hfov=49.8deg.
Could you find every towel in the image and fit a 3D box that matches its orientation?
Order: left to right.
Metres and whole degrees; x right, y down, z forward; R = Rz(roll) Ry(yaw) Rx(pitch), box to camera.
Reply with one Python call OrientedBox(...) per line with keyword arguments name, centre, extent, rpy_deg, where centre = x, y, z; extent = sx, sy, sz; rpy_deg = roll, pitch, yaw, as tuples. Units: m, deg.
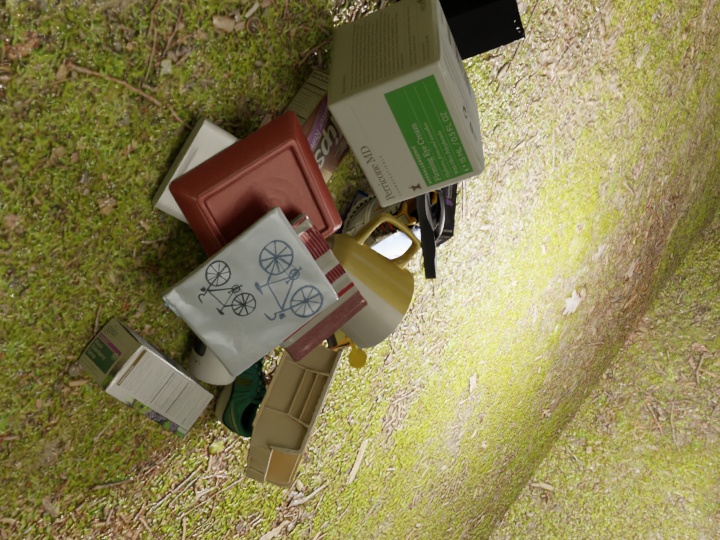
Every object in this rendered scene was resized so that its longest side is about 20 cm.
OrientedBox(name="towel", centre=(-0.089, 0.028, 1.120), extent=(0.143, 0.023, 0.201), rpy_deg=(-38, 129, -4))

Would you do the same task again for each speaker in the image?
OrientedBox(name="speaker", centre=(-0.202, 0.069, 1.181), extent=(0.080, 0.080, 0.204), rpy_deg=(-5, 120, -51))

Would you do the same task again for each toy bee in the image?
OrientedBox(name="toy bee", centre=(-0.025, 0.127, 1.443), extent=(0.106, 0.133, 0.203), rpy_deg=(-15, 142, -16))

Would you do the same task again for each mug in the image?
OrientedBox(name="mug", centre=(-0.007, 0.005, 1.257), extent=(0.152, 0.148, 0.190), rpy_deg=(37, 68, -24))

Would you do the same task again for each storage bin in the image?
OrientedBox(name="storage bin", centre=(-0.117, 0.241, 1.299), extent=(0.201, 0.092, 0.202), rpy_deg=(110, 2, -60))

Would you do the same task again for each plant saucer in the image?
OrientedBox(name="plant saucer", centre=(-0.131, -0.082, 1.069), extent=(0.198, 0.037, 0.202), rpy_deg=(-32, 126, -10))

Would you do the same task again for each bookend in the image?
OrientedBox(name="bookend", centre=(0.142, -0.436, 1.229), extent=(0.195, 0.203, 0.092), rpy_deg=(-16, 148, 15))

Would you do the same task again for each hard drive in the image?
OrientedBox(name="hard drive", centre=(-0.171, -0.105, 1.073), extent=(0.198, 0.025, 0.134), rpy_deg=(29, 98, -37))

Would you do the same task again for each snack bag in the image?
OrientedBox(name="snack bag", centre=(-0.146, 0.036, 1.067), extent=(0.198, 0.021, 0.190), rpy_deg=(-38, 128, -4))

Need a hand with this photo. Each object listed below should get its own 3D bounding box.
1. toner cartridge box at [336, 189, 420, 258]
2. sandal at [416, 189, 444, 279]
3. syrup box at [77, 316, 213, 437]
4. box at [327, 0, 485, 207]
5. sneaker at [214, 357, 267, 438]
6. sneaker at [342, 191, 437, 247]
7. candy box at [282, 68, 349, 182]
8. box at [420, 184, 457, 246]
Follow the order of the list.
OrientedBox(name="toner cartridge box", centre=(0.038, -0.069, 1.434), extent=(0.199, 0.043, 0.097), rpy_deg=(23, 97, -57))
OrientedBox(name="sandal", centre=(0.116, -0.081, 1.240), extent=(0.077, 0.042, 0.204), rpy_deg=(-79, 163, -53))
OrientedBox(name="syrup box", centre=(-0.303, 0.157, 1.114), extent=(0.082, 0.078, 0.201), rpy_deg=(-52, 146, -10))
OrientedBox(name="box", centre=(0.067, -0.248, 1.123), extent=(0.203, 0.167, 0.201), rpy_deg=(-87, 154, -43))
OrientedBox(name="sneaker", centre=(-0.181, 0.185, 1.300), extent=(0.077, 0.079, 0.205), rpy_deg=(-9, 121, -49))
OrientedBox(name="sneaker", centre=(0.050, -0.097, 1.301), extent=(0.199, 0.083, 0.078), rpy_deg=(-40, 122, 8))
OrientedBox(name="candy box", centre=(-0.083, -0.184, 1.172), extent=(0.202, 0.056, 0.117), rpy_deg=(-54, 144, -7))
OrientedBox(name="box", centre=(0.141, -0.122, 1.398), extent=(0.200, 0.035, 0.147), rpy_deg=(123, -28, -86))
